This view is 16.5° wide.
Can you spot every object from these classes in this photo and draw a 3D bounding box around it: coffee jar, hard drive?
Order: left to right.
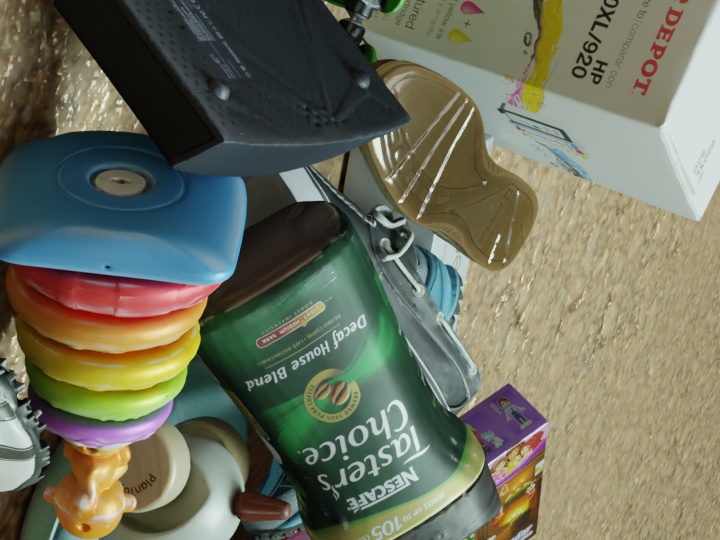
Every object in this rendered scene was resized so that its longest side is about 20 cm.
[{"bbox_3d":[-0.062,-0.103,1.190,0.042,0.135,0.200,-41,168,23],"label":"hard drive"},{"bbox_3d":[-0.009,0.070,1.293,0.104,0.085,0.200,-33,116,-4],"label":"coffee jar"}]

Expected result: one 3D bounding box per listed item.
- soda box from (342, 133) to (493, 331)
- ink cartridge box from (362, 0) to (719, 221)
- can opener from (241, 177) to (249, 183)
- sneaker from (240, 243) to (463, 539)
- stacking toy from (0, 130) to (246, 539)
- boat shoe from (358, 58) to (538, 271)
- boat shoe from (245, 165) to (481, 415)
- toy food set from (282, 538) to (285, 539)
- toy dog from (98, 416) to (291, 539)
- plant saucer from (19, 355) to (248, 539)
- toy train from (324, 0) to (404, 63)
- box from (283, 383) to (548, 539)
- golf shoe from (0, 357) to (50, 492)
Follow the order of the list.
[{"bbox_3d":[0.023,0.005,1.526,0.064,0.068,0.200,-32,137,-55],"label":"soda box"},{"bbox_3d":[0.132,-0.147,1.466,0.147,0.200,0.145,-64,156,-11],"label":"ink cartridge box"},{"bbox_3d":[-0.095,-0.038,1.257,0.200,0.053,0.066,-57,153,-25],"label":"can opener"},{"bbox_3d":[-0.027,0.060,1.429,0.200,0.096,0.079,-60,-162,-20],"label":"sneaker"},{"bbox_3d":[-0.120,0.043,1.174,0.110,0.116,0.200,-89,-174,-60],"label":"stacking toy"},{"bbox_3d":[0.031,-0.064,1.371,0.072,0.072,0.200,-58,147,-4],"label":"boat shoe"},{"bbox_3d":[0.002,0.000,1.369,0.068,0.074,0.199,-40,100,-29],"label":"boat shoe"},{"bbox_3d":[-0.010,0.181,1.563,0.200,0.049,0.198,-40,158,-6],"label":"toy food set"},{"bbox_3d":[-0.095,0.166,1.286,0.132,0.096,0.200,-33,138,-53],"label":"toy dog"},{"bbox_3d":[-0.130,0.133,1.349,0.200,0.036,0.200,-47,149,-40],"label":"plant saucer"},{"bbox_3d":[0.001,-0.167,1.350,0.042,0.056,0.200,23,90,-39],"label":"toy train"},{"bbox_3d":[0.022,0.166,1.476,0.200,0.039,0.137,-34,151,-20],"label":"box"},{"bbox_3d":[-0.204,0.054,1.102,0.094,0.078,0.200,-41,147,-15],"label":"golf shoe"}]
